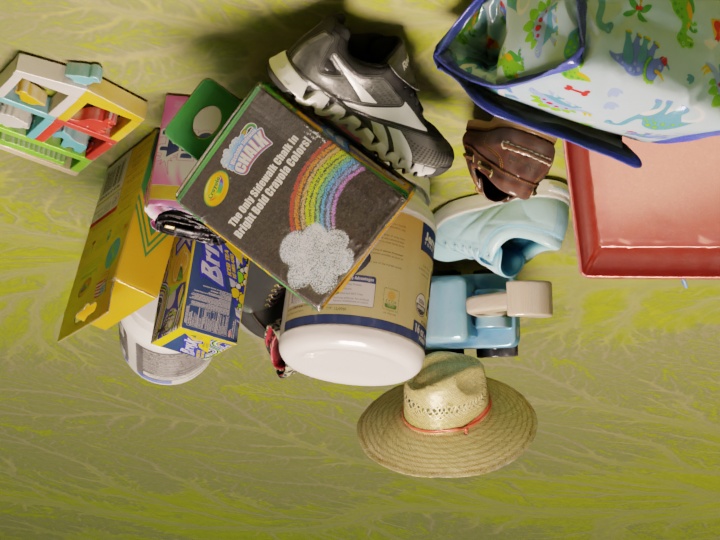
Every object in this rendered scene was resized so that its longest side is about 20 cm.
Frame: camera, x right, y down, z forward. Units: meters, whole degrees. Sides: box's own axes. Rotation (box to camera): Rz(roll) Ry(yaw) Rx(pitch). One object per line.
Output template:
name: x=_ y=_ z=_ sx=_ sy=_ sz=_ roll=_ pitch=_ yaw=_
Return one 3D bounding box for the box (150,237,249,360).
box: x=-0.149 y=-0.020 z=1.426 sx=0.064 sy=0.201 sz=0.070 roll=20 pitch=153 yaw=-27

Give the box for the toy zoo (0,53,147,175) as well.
toy zoo: x=-0.291 y=-0.151 z=1.390 sx=0.131 sy=0.021 sz=0.200 roll=20 pitch=155 yaw=-29

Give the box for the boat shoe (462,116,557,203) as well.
boat shoe: x=0.121 y=-0.094 z=1.259 sx=0.070 sy=0.071 sz=0.200 roll=17 pitch=-178 yaw=-2

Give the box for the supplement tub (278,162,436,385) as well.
supplement tub: x=0.000 y=0.000 z=1.429 sx=0.144 sy=0.201 sz=0.144 roll=6 pitch=160 yaw=2

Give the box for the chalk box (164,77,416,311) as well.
chalk box: x=-0.069 y=-0.079 z=1.235 sx=0.200 sy=0.125 sz=0.124 roll=39 pitch=-171 yaw=1

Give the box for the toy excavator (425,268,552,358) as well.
toy excavator: x=0.126 y=0.043 z=1.550 sx=0.194 sy=0.100 sz=0.200 roll=-3 pitch=176 yaw=21

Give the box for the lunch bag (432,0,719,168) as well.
lunch bag: x=0.174 y=-0.159 z=1.117 sx=0.170 sy=0.128 sz=0.200 roll=16 pitch=170 yaw=-28

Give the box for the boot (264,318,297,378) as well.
boot: x=-0.035 y=0.074 z=1.641 sx=0.153 sy=0.074 sz=0.204 roll=-24 pitch=163 yaw=-15

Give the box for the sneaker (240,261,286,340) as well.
sneaker: x=-0.096 y=0.016 z=1.584 sx=0.106 sy=0.075 sz=0.200 roll=12 pitch=147 yaw=36

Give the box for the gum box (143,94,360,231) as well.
gum box: x=-0.099 y=-0.092 z=1.353 sx=0.199 sy=0.114 sz=0.066 roll=5 pitch=158 yaw=4

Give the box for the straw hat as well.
straw hat: x=0.093 y=0.136 z=1.585 sx=0.200 sy=0.201 sz=0.085 roll=2 pitch=121 yaw=12

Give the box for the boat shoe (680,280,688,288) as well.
boat shoe: x=0.320 y=-0.031 z=1.436 sx=0.084 sy=0.069 sz=0.200 roll=15 pitch=156 yaw=-20

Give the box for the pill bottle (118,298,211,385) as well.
pill bottle: x=-0.207 y=0.046 z=1.579 sx=0.113 sy=0.114 sz=0.200 roll=9 pitch=160 yaw=-5

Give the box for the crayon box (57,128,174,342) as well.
crayon box: x=-0.231 y=-0.025 z=1.435 sx=0.051 sy=0.201 sz=0.127 roll=25 pitch=152 yaw=-25

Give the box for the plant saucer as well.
plant saucer: x=0.289 y=-0.075 z=1.309 sx=0.199 sy=0.037 sz=0.200 roll=0 pitch=134 yaw=16

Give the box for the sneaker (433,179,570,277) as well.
sneaker: x=0.130 y=-0.029 z=1.478 sx=0.074 sy=0.082 sz=0.200 roll=21 pitch=154 yaw=-29

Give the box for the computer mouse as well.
computer mouse: x=-0.089 y=-0.022 z=1.324 sx=0.199 sy=0.034 sz=0.059 roll=8 pitch=159 yaw=-3

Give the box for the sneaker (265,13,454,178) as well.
sneaker: x=0.021 y=-0.148 z=1.220 sx=0.200 sy=0.067 sz=0.091 roll=30 pitch=115 yaw=-34
